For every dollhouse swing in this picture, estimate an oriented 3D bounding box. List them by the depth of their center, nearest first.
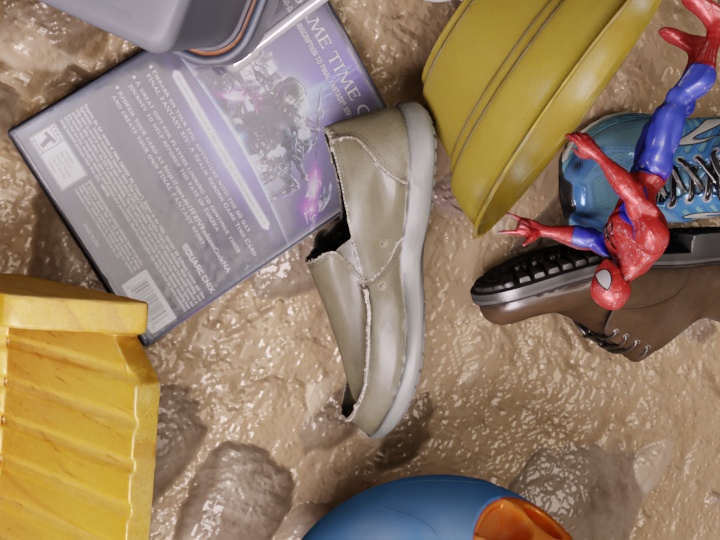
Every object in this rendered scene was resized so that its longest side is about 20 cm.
[{"bbox_3d":[-0.225,0.104,0.662,0.176,0.182,0.200,3,94,-43],"label":"dollhouse swing"}]

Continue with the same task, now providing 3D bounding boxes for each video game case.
[{"bbox_3d":[-0.080,-0.071,0.782,0.200,0.019,0.143,-35,107,-18],"label":"video game case"}]

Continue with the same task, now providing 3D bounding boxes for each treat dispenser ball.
[{"bbox_3d":[0.044,0.215,0.759,0.200,0.201,0.201,-2,95,-23],"label":"treat dispenser ball"}]

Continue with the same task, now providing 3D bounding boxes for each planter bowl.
[{"bbox_3d":[0.094,-0.123,0.786,0.083,0.200,0.200,38,78,9],"label":"planter bowl"}]

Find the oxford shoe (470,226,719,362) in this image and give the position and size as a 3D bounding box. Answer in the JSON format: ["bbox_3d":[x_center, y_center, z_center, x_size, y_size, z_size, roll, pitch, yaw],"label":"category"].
[{"bbox_3d":[0.163,0.021,0.865,0.200,0.073,0.085,-6,98,-22],"label":"oxford shoe"}]

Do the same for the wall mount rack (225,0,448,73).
[{"bbox_3d":[-0.033,-0.213,0.752,0.174,0.075,0.200,-39,99,-23],"label":"wall mount rack"}]

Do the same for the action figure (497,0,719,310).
[{"bbox_3d":[0.150,-0.075,0.808,0.099,0.065,0.200,17,70,1],"label":"action figure"}]

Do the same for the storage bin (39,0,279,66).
[{"bbox_3d":[-0.097,-0.203,0.660,0.145,0.134,0.200,25,106,-1],"label":"storage bin"}]

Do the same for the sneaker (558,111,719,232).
[{"bbox_3d":[0.219,-0.069,0.870,0.200,0.090,0.079,-13,99,-20],"label":"sneaker"}]

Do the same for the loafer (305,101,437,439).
[{"bbox_3d":[0.000,0.000,0.793,0.069,0.075,0.200,2,101,-11],"label":"loafer"}]
